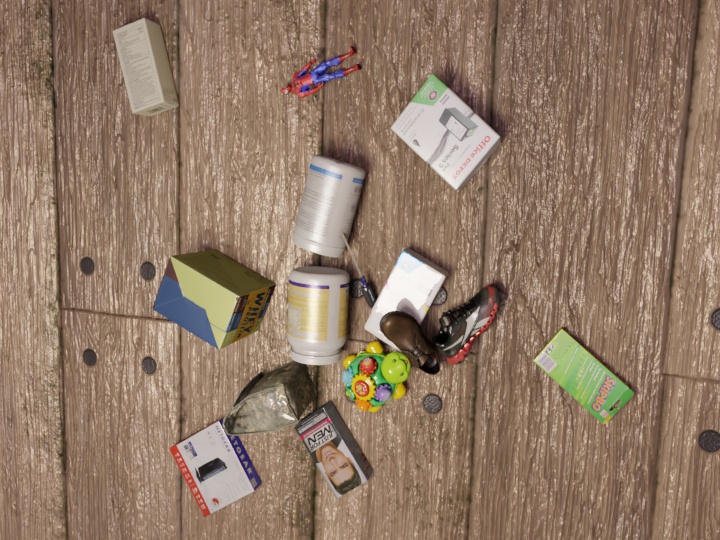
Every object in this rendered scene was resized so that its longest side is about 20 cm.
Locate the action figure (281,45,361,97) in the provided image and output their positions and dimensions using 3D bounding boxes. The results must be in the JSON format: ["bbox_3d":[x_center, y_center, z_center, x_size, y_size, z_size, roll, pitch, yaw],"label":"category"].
[{"bbox_3d":[-0.097,-0.449,1.388,0.195,0.052,0.067,-19,94,20],"label":"action figure"}]

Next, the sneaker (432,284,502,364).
[{"bbox_3d":[0.228,0.110,1.326,0.096,0.071,0.203,28,107,-22],"label":"sneaker"}]

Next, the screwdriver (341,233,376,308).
[{"bbox_3d":[0.000,0.000,1.379,0.028,0.028,0.204,-14,117,8],"label":"screwdriver"}]

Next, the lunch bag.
[{"bbox_3d":[-0.225,0.312,1.451,0.196,0.164,0.120,-22,96,17],"label":"lunch bag"}]

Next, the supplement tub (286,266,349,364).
[{"bbox_3d":[-0.099,0.101,1.399,0.141,0.145,0.207,6,98,16],"label":"supplement tub"}]

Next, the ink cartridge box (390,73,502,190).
[{"bbox_3d":[0.187,-0.294,1.299,0.200,0.084,0.147,43,106,7],"label":"ink cartridge box"}]

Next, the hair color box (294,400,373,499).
[{"bbox_3d":[-0.065,0.435,1.471,0.098,0.061,0.203,-33,87,17],"label":"hair color box"}]

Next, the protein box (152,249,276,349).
[{"bbox_3d":[-0.343,0.061,1.439,0.195,0.200,0.138,28,103,12],"label":"protein box"}]

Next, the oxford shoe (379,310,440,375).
[{"bbox_3d":[0.116,0.157,1.301,0.073,0.085,0.199,-45,122,6],"label":"oxford shoe"}]

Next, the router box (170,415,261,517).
[{"bbox_3d":[-0.379,0.511,1.581,0.177,0.049,0.203,-31,87,18],"label":"router box"}]

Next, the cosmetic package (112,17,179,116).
[{"bbox_3d":[-0.531,-0.500,1.498,0.101,0.073,0.206,-11,93,18],"label":"cosmetic package"}]

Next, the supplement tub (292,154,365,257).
[{"bbox_3d":[-0.072,-0.147,1.370,0.129,0.132,0.205,19,101,13],"label":"supplement tub"}]

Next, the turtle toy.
[{"bbox_3d":[0.037,0.245,1.387,0.198,0.101,0.148,-34,86,27],"label":"turtle toy"}]

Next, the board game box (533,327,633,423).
[{"bbox_3d":[0.479,0.227,1.301,0.199,0.030,0.096,43,107,11],"label":"board game box"}]

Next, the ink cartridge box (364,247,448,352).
[{"bbox_3d":[0.103,0.067,1.374,0.113,0.068,0.204,30,103,10],"label":"ink cartridge box"}]
